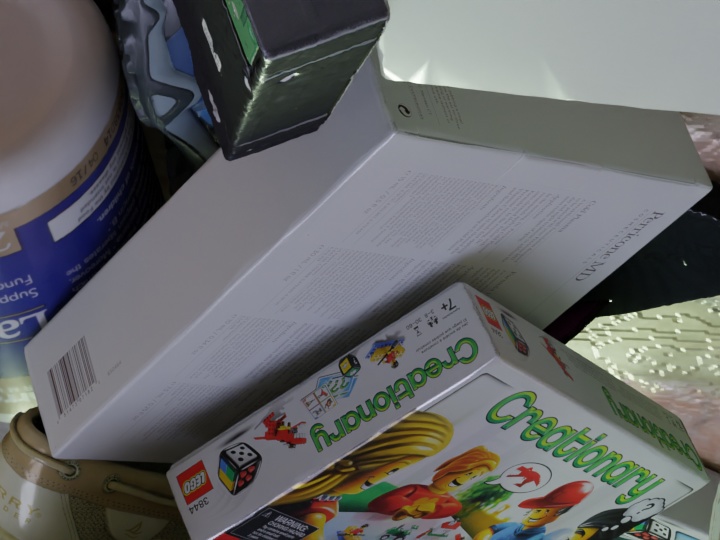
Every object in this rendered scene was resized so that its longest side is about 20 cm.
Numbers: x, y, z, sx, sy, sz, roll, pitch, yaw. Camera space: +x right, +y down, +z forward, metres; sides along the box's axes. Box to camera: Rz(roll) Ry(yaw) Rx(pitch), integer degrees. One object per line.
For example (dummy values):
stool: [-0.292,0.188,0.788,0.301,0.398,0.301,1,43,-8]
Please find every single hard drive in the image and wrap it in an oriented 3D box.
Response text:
hard drive: [-0.039,-0.110,0.664,0.038,0.140,0.200,-20,177,-6]

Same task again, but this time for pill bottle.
pill bottle: [-0.129,-0.014,0.926,0.115,0.116,0.200,6,147,13]

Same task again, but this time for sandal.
sandal: [0.057,0.010,0.950,0.200,0.048,0.075,-16,137,39]

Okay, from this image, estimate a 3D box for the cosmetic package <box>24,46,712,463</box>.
cosmetic package: [0.000,0.000,0.859,0.150,0.052,0.200,10,140,-41]

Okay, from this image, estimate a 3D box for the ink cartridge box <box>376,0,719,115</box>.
ink cartridge box: [0.076,-0.155,0.596,0.145,0.147,0.200,6,148,12]

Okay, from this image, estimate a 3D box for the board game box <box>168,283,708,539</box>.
board game box: [0.035,0.075,0.908,0.126,0.035,0.200,-33,151,16]

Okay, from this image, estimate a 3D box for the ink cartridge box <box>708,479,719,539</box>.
ink cartridge box: [0.203,0.083,0.877,0.144,0.146,0.200,10,134,6]

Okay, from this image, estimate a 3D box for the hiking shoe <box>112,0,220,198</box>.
hiking shoe: [-0.035,-0.072,0.859,0.086,0.075,0.200,-13,145,2]

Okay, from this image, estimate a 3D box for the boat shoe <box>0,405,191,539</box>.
boat shoe: [-0.057,0.071,0.945,0.200,0.073,0.063,-4,133,-40]

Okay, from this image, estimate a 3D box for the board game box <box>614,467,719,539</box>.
board game box: [0.172,0.145,1.126,0.199,0.035,0.126,22,147,-13]
